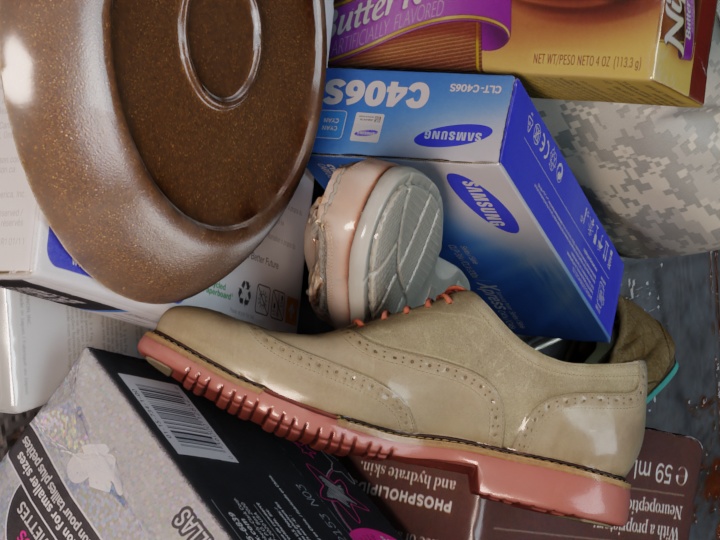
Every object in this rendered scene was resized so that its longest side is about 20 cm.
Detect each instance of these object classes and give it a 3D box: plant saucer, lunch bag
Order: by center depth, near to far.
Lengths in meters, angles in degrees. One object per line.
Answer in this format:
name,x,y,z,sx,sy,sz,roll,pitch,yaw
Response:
plant saucer,-0.063,-0.088,0.778,0.200,0.032,0.202,-5,95,-60
lunch bag,0.127,-0.100,1.011,0.200,0.167,0.140,51,59,-39

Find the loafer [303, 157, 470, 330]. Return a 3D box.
loafer,0.000,0.000,0.887,0.072,0.062,0.200,-64,163,-11

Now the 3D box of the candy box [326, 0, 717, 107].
candy box,0.059,-0.137,0.904,0.056,0.199,0.118,14,85,-56

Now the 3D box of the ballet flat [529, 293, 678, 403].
ballet flat,0.098,0.080,1.086,0.072,0.068,0.200,52,55,-14

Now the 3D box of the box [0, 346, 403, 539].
box,-0.049,0.143,0.797,0.115,0.200,0.132,-52,147,15

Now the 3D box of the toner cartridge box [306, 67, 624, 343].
toner cartridge box,0.051,-0.026,0.947,0.200,0.094,0.044,49,49,-59

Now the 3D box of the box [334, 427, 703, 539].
box,0.032,0.154,0.939,0.165,0.163,0.202,13,85,-48

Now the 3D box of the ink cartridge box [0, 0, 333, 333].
ink cartridge box,-0.075,-0.079,0.830,0.197,0.047,0.202,21,71,-60

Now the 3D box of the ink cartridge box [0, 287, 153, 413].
ink cartridge box,-0.108,-0.040,0.866,0.200,0.050,0.164,-19,109,-64

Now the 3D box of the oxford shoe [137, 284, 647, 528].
oxford shoe,0.015,0.039,0.803,0.198,0.070,0.075,17,84,-8
